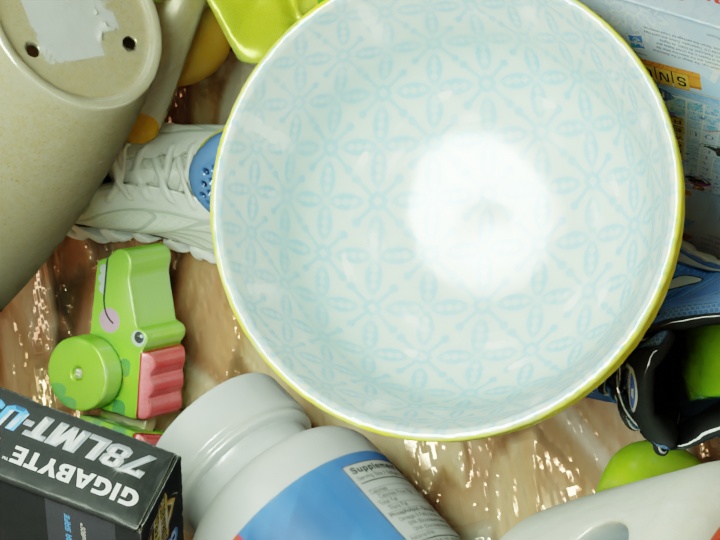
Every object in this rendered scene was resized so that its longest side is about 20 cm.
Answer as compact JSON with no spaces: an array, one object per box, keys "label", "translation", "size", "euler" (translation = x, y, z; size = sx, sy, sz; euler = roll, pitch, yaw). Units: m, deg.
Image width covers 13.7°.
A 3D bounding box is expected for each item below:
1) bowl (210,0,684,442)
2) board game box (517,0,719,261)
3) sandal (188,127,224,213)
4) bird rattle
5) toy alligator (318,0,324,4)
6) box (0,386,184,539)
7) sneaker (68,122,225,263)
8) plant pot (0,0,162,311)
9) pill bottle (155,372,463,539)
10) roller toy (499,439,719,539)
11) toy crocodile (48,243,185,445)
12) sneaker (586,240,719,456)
[{"label":"bowl","translation":[0.046,-0.022,1.273],"size":[0.200,0.108,0.201],"euler":[-2,81,15]},{"label":"board game box","translation":[0.131,-0.058,1.316],"size":[0.200,0.200,0.041],"euler":[21,54,30]},{"label":"sandal","translation":[0.000,0.000,1.400],"size":[0.200,0.087,0.080],"euler":[32,140,14]},{"label":"bird rattle","translation":[-0.088,-0.147,1.454],"size":[0.112,0.200,0.163],"euler":[20,108,-13]},{"label":"toy alligator","translation":[-0.001,-0.095,1.357],"size":[0.054,0.059,0.200],"euler":[177,80,-72]},{"label":"box","translation":[-0.180,0.114,1.404],"size":[0.198,0.200,0.050],"euler":[20,60,10]},{"label":"sneaker","translation":[-0.097,-0.044,1.500],"size":[0.200,0.081,0.075],"euler":[1,83,28]},{"label":"plant pot","translation":[-0.185,-0.076,1.367],"size":[0.200,0.187,0.188],"euler":[-31,69,45]},{"label":"pill bottle","translation":[-0.011,0.145,1.410],"size":[0.200,0.112,0.112],"euler":[45,106,26]},{"label":"roller toy","translation":[0.144,0.179,1.263],"size":[0.140,0.182,0.200],"euler":[-21,95,44]},{"label":"toy crocodile","translation":[-0.118,0.085,1.498],"size":[0.062,0.067,0.200],"euler":[13,98,30]},{"label":"sneaker","translation":[0.128,0.031,1.291],"size":[0.200,0.089,0.079],"euler":[-1,110,44]}]
